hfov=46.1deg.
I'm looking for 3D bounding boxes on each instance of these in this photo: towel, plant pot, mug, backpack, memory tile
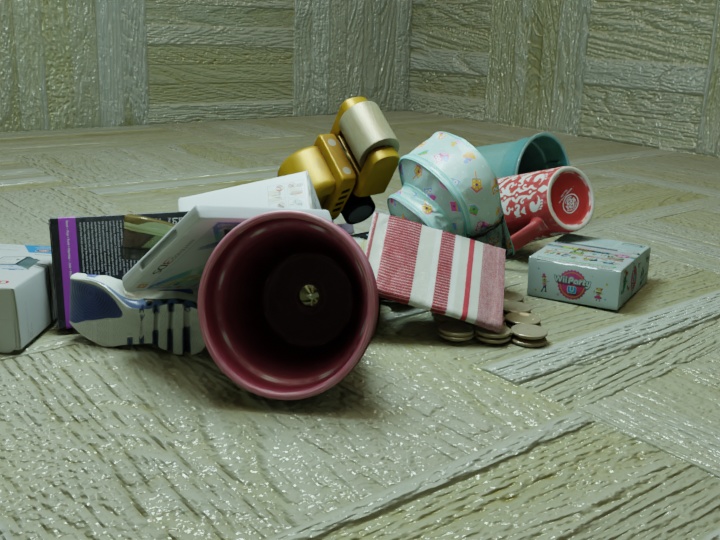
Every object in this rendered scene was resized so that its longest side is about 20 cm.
[{"bbox_3d":[0.100,0.001,1.142,0.197,0.023,0.145,17,47,-4],"label":"towel"},{"bbox_3d":[-0.072,0.037,0.982,0.197,0.204,0.179,3,0,6],"label":"plant pot"},{"bbox_3d":[0.298,-0.090,1.478,0.132,0.180,0.199,18,-13,-27],"label":"mug"},{"bbox_3d":[0.129,-0.096,1.271,0.152,0.202,0.176,-28,42,-20],"label":"backpack"},{"bbox_3d":[0.300,-0.181,1.752,0.198,0.204,0.194,-13,15,-42],"label":"plant pot"},{"bbox_3d":[0.174,0.064,1.195,0.151,0.017,0.200,1,16,-2],"label":"memory tile"}]

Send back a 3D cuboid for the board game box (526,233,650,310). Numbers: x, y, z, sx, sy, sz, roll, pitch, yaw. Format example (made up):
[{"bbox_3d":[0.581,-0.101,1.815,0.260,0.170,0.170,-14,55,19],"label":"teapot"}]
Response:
[{"bbox_3d":[0.369,-0.003,1.357,0.146,0.065,0.199,10,17,30],"label":"board game box"}]

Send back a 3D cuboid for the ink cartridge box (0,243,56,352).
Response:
[{"bbox_3d":[-0.477,0.030,1.112,0.144,0.087,0.200,2,15,2],"label":"ink cartridge box"}]

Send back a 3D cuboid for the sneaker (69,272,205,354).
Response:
[{"bbox_3d":[-0.268,0.052,1.096,0.196,0.082,0.115,12,14,9],"label":"sneaker"}]

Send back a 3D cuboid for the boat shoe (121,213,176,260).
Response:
[{"bbox_3d":[-0.226,-0.022,1.111,0.198,0.066,0.073,18,-1,-40],"label":"boat shoe"}]

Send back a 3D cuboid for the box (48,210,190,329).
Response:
[{"bbox_3d":[-0.310,-0.004,1.138,0.197,0.146,0.036,-4,4,-22],"label":"box"}]

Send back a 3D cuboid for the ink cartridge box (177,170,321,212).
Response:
[{"bbox_3d":[-0.151,-0.048,1.276,0.197,0.176,0.085,-12,59,5],"label":"ink cartridge box"}]

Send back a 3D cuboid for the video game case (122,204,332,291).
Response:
[{"bbox_3d":[-0.160,-0.024,1.026,0.198,0.022,0.182,-2,-25,-46],"label":"video game case"}]

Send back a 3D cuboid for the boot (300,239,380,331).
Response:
[{"bbox_3d":[-0.052,0.034,1.168,0.153,0.074,0.201,-9,36,12],"label":"boot"}]

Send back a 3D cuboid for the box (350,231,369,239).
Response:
[{"bbox_3d":[0.079,-0.028,1.439,0.197,0.051,0.199,-11,20,-40],"label":"box"}]

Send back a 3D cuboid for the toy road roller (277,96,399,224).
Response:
[{"bbox_3d":[-0.041,-0.161,1.317,0.144,0.201,0.124,-12,60,-31],"label":"toy road roller"}]

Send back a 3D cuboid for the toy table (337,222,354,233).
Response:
[{"bbox_3d":[-0.092,-0.107,1.490,0.181,0.119,0.200,-13,2,12],"label":"toy table"}]

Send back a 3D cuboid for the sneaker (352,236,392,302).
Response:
[{"bbox_3d":[0.000,0.000,1.286,0.198,0.077,0.087,10,22,35],"label":"sneaker"}]
